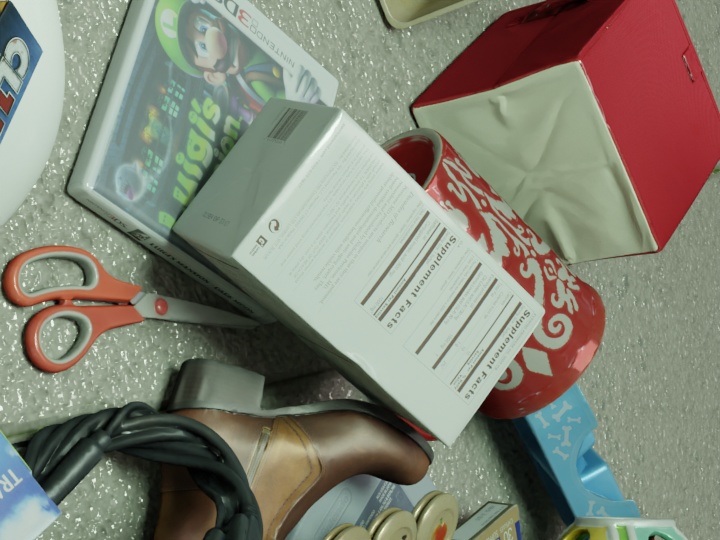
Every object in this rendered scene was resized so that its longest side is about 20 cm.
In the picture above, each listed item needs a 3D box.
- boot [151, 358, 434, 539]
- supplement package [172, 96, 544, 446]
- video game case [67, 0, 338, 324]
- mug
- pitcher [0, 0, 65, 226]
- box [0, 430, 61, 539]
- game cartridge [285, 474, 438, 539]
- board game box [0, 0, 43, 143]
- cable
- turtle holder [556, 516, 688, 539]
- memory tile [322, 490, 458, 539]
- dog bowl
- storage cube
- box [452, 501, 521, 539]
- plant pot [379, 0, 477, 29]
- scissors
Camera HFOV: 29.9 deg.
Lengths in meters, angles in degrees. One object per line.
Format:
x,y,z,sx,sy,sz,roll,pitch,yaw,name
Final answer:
-0.048,0.174,0.838,0.186,0.068,0.203,21,64,-26,boot
0.000,0.000,0.853,0.200,0.113,0.110,42,81,-28,supplement package
-0.096,-0.094,0.907,0.181,0.023,0.203,37,56,-39,video game case
0.072,0.016,1.003,0.200,0.132,0.179,46,48,-29,mug
-0.215,-0.132,0.703,0.120,0.171,0.203,7,97,-23,pitcher
-0.248,0.076,0.634,0.201,0.047,0.122,54,44,-7,box
-0.009,0.204,0.936,0.201,0.040,0.134,-54,125,-42,game cartridge
-0.250,-0.055,0.581,0.035,0.197,0.137,63,38,-54,board game box
-0.133,0.138,0.726,0.201,0.160,0.051,-90,-173,-62,cable
0.183,0.255,1.025,0.182,0.141,0.134,3,82,-6,turtle holder
-0.003,0.226,0.849,0.199,0.017,0.156,-9,113,-52,memory tile
0.169,0.149,1.110,0.049,0.112,0.202,-29,110,-4,dog bowl
0.180,-0.119,1.127,0.180,0.169,0.202,-46,117,-44,storage cube
0.092,0.291,1.011,0.121,0.032,0.203,-23,110,-55,box
0.102,-0.338,1.080,0.202,0.198,0.177,66,31,-14,plant pot
-0.135,0.015,0.842,0.199,0.014,0.074,-9,87,-49,scissors
